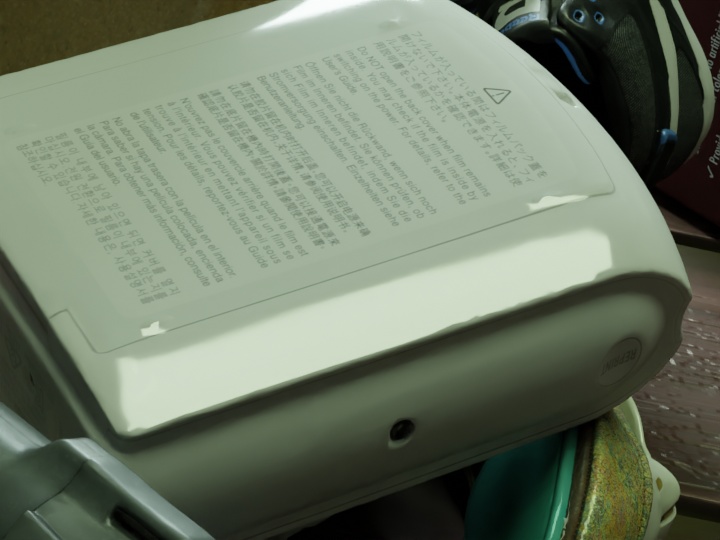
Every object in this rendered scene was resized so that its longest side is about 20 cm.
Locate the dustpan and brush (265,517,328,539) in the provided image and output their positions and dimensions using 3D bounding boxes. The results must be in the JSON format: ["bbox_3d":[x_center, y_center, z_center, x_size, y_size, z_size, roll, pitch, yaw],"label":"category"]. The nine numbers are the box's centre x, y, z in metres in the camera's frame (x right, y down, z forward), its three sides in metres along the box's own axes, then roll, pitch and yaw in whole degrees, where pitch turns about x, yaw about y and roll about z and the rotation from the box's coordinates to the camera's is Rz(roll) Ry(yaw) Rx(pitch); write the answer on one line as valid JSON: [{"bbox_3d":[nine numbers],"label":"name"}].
[{"bbox_3d":[0.000,0.000,0.893,0.199,0.058,0.139,-24,40,-37],"label":"dustpan and brush"}]

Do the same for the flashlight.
[{"bbox_3d":[-0.121,0.049,0.715,0.200,0.068,0.068,36,67,30],"label":"flashlight"}]

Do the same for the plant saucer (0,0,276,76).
[{"bbox_3d":[-0.090,-0.103,0.893,0.035,0.201,0.200,18,18,39],"label":"plant saucer"}]

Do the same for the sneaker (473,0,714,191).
[{"bbox_3d":[0.060,-0.116,0.977,0.201,0.073,0.112,62,23,-6],"label":"sneaker"}]

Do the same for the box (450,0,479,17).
[{"bbox_3d":[0.024,-0.061,1.063,0.035,0.111,0.200,26,23,24],"label":"box"}]

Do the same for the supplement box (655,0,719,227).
[{"bbox_3d":[0.231,-0.100,1.185,0.132,0.198,0.200,-6,31,-44],"label":"supplement box"}]

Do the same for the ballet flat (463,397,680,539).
[{"bbox_3d":[0.063,0.059,0.871,0.070,0.071,0.200,11,22,-12],"label":"ballet flat"}]

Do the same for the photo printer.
[{"bbox_3d":[-0.016,-0.008,0.818,0.199,0.070,0.167,-18,47,-25],"label":"photo printer"}]
